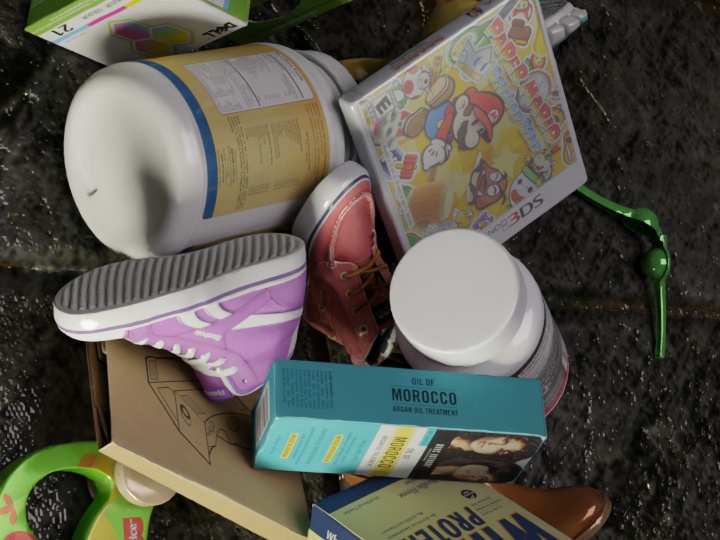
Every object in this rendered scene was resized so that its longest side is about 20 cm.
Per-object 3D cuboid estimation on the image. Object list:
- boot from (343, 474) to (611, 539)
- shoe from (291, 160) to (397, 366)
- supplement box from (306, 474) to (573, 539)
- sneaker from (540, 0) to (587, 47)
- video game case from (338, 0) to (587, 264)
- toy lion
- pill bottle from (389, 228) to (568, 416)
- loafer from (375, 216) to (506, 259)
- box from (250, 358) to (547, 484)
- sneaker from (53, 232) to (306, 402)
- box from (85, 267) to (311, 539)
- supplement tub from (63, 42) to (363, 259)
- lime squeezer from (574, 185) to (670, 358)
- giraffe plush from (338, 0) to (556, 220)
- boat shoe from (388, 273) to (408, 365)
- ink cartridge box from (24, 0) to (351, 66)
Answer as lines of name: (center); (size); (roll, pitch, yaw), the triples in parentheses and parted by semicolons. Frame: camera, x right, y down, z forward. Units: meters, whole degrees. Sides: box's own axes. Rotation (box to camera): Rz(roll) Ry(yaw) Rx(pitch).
boot: (0.083, 0.165, 1.387); (0.074, 0.200, 0.155); (-70, 139, -65)
shoe: (0.000, 0.000, 1.343); (0.091, 0.200, 0.071); (42, 63, 16)
supplement box: (0.063, 0.277, 1.284); (0.134, 0.200, 0.200); (-19, 129, -44)
sneaker: (0.123, -0.224, 1.623); (0.091, 0.078, 0.200); (53, 44, 1)
video game case: (0.086, -0.100, 1.373); (0.182, 0.023, 0.200); (-36, 129, -18)
toy lion: (-0.214, 0.217, 1.196); (0.192, 0.069, 0.200); (3, 77, -35)
pill bottle: (0.090, 0.048, 1.342); (0.200, 0.114, 0.114); (53, 39, -65)
loafer: (0.049, -0.039, 1.497); (0.200, 0.072, 0.063); (8, 68, -39)
box: (0.026, 0.111, 1.268); (0.200, 0.082, 0.049); (5, 56, -14)
sneaker: (-0.120, 0.048, 1.223); (0.200, 0.073, 0.114); (-11, 116, -36)
box: (-0.118, 0.103, 1.271); (0.200, 0.021, 0.164); (35, 27, -39)
supplement tub: (-0.104, -0.093, 1.314); (0.200, 0.145, 0.145); (-16, 90, -44)
lime squeezer: (0.275, -0.015, 1.720); (0.071, 0.038, 0.200); (-40, 107, -41)
giraffe plush: (0.071, -0.148, 1.441); (0.172, 0.162, 0.200); (23, 43, -25)
boat shoe: (0.073, 0.070, 1.495); (0.200, 0.072, 0.068); (24, 67, -26)
ink cartridge box: (-0.124, -0.195, 1.319); (0.200, 0.148, 0.076); (23, 64, -37)
